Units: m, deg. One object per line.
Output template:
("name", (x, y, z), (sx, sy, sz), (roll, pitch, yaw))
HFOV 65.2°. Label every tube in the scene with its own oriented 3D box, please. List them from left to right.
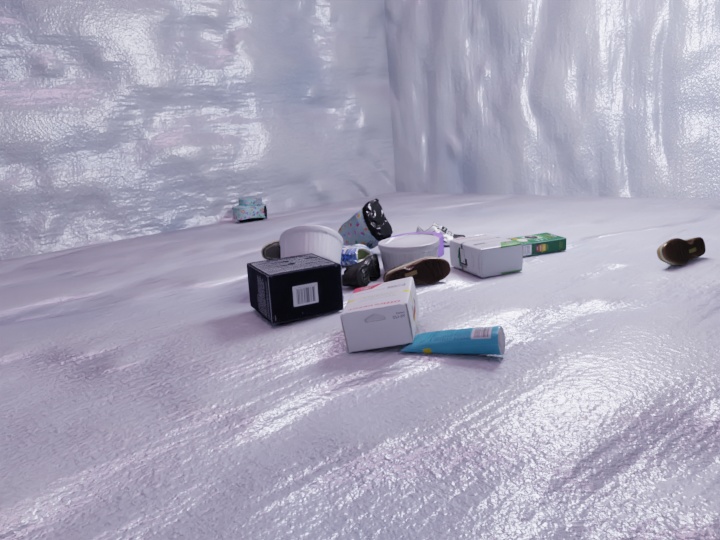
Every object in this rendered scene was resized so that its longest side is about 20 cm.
("tube", (0.176, 0.135, 1.075), (0.194, 0.052, 0.077), (-5, 9, 30))

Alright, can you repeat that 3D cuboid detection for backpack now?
("backpack", (-0.675, -0.367, 3.394), (0.195, 0.156, 0.176), (-17, 18, -26))
("backpack", (0.009, -0.148, 2.078), (0.124, 0.172, 0.198), (-11, -16, -45))

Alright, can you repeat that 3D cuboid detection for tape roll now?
("tape roll", (0.197, -0.087, 1.983), (0.192, 0.068, 0.201), (-5, 14, 1))

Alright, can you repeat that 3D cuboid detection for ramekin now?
("ramekin", (-0.147, -0.043, 1.673), (0.193, 0.101, 0.202), (0, -25, 0))
("ramekin", (0.152, -0.047, 1.755), (0.194, 0.098, 0.203), (-5, 13, 1))

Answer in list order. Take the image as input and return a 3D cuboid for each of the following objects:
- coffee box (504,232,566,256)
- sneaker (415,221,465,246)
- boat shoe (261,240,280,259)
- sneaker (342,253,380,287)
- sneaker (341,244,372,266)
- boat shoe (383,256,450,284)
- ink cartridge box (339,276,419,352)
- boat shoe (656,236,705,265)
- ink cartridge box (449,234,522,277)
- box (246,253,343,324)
("coffee box", (0.567, -0.084, 1.864), (0.193, 0.046, 0.123), (-9, 14, -14))
("sneaker", (0.299, -0.136, 2.106), (0.192, 0.092, 0.074), (-2, 11, 9))
("boat shoe", (-0.274, -0.078, 2.121), (0.195, 0.075, 0.065), (-7, 7, -29))
("sneaker", (0.000, 0.000, 1.676), (0.088, 0.079, 0.199), (-7, 8, 25))
("sneaker", (-0.047, -0.055, 1.910), (0.194, 0.079, 0.076), (-13, 10, -25))
("boat shoe", (0.155, 0.003, 1.594), (0.195, 0.078, 0.075), (-9, 7, -14))
("ink cartridge box", (0.046, 0.091, 1.192), (0.140, 0.086, 0.200), (-11, 11, 12))
("boat shoe", (0.877, -0.050, 1.569), (0.194, 0.075, 0.075), (-4, -4, -31))
("ink cartridge box", (0.373, -0.048, 1.691), (0.141, 0.088, 0.200), (-8, 13, -16))
("box", (-0.169, 0.041, 1.436), (0.194, 0.128, 0.197), (-9, 14, -25))
